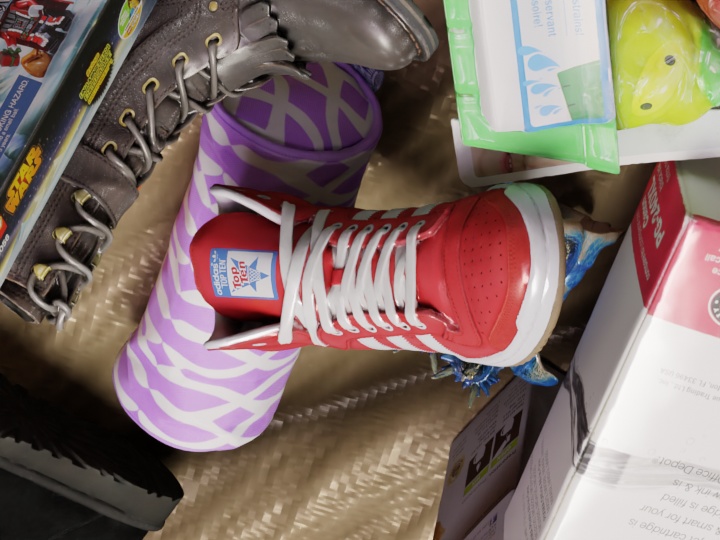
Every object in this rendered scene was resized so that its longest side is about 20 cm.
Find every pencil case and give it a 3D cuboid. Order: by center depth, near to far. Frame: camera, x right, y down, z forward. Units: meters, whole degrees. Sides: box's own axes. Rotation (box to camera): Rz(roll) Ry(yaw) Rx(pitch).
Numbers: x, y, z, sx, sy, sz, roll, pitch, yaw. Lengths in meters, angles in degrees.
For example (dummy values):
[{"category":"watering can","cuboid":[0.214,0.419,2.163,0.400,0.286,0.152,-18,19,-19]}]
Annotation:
[{"category":"pencil case","cuboid":[-0.055,-0.011,1.264,0.085,0.084,0.201,44,133,27]}]

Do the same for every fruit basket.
[{"category":"fruit basket","cuboid":[0.125,-0.112,1.056,0.198,0.094,0.186,-2,128,9]}]

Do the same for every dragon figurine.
[{"category":"dragon figurine","cuboid":[0.063,0.015,1.220,0.059,0.200,0.100,23,92,-10]}]

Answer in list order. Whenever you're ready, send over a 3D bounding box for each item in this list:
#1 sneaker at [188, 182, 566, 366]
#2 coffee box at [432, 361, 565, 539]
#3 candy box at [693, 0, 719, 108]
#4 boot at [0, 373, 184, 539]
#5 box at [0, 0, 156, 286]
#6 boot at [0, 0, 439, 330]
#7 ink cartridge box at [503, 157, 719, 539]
[{"category":"sneaker","cuboid":[0.000,0.000,1.122,0.112,0.072,0.200,5,174,-20]},{"category":"coffee box","cuboid":[0.090,0.153,1.284,0.114,0.201,0.080,32,128,-14]},{"category":"candy box","cuboid":[0.109,-0.143,1.133,0.135,0.061,0.201,-8,126,18]},{"category":"boot","cuboid":[-0.200,0.130,1.348,0.210,0.079,0.158,30,102,-30]},{"category":"box","cuboid":[-0.154,-0.103,1.078,0.136,0.201,0.040,18,157,19]},{"category":"boot","cuboid":[-0.082,-0.052,1.098,0.199,0.175,0.069,13,155,34]},{"category":"ink cartridge box","cuboid":[0.159,0.064,1.178,0.144,0.084,0.201,17,117,-10]}]
